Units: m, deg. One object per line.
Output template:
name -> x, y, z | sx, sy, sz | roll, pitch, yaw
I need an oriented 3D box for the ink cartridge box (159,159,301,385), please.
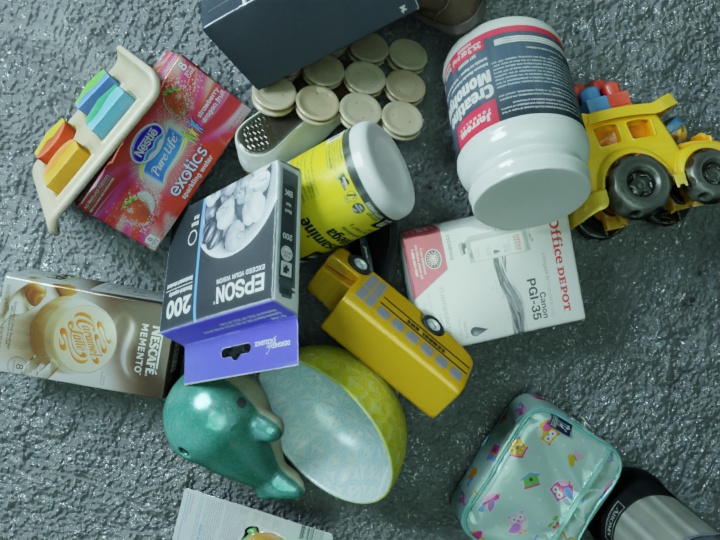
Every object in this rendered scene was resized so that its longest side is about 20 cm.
ink cartridge box -> -0.139, 0.010, 0.665 | 0.043, 0.198, 0.201 | 17, 65, -44

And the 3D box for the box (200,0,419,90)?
box -> -0.061, -0.326, 0.668 | 0.199, 0.104, 0.183 | -22, 61, 18

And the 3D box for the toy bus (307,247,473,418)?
toy bus -> 0.027, 0.067, 0.706 | 0.200, 0.078, 0.065 | 39, 123, 1

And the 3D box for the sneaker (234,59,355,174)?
sneaker -> -0.068, -0.182, 0.771 | 0.200, 0.085, 0.073 | -37, 76, -19

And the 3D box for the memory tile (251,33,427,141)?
memory tile -> -0.020, -0.227, 0.746 | 0.199, 0.017, 0.154 | 10, 62, -9

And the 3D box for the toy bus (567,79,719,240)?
toy bus -> 0.329, -0.147, 0.763 | 0.199, 0.136, 0.193 | -10, 79, -4

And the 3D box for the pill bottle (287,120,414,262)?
pill bottle -> -0.049, -0.077, 0.723 | 0.200, 0.112, 0.113 | -23, 95, 26

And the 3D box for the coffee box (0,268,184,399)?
coffee box -> -0.316, 0.074, 0.762 | 0.199, 0.080, 0.115 | 10, 94, -3

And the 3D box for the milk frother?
milk frother -> 0.400, 0.356, 0.760 | 0.199, 0.188, 0.181 | 0, 95, -3

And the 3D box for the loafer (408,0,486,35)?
loafer -> 0.053, -0.333, 0.718 | 0.200, 0.071, 0.073 | 30, 85, 32

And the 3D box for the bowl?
bowl -> -0.016, 0.162, 0.757 | 0.108, 0.200, 0.200 | -36, 96, -43

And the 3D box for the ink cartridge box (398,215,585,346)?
ink cartridge box -> 0.156, 0.005, 0.776 | 0.199, 0.083, 0.147 | -12, 96, -2

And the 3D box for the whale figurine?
whale figurine -> -0.152, 0.206, 0.748 | 0.159, 0.104, 0.200 | -20, 107, 41

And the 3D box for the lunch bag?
lunch bag -> 0.226, 0.268, 0.801 | 0.160, 0.077, 0.200 | 32, 92, -4

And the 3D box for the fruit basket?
fruit basket -> -0.147, 0.387, 0.801 | 0.199, 0.094, 0.186 | 14, 93, 12

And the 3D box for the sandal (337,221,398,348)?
sandal -> 0.000, 0.001, 0.770 | 0.043, 0.076, 0.201 | 4, 95, -42

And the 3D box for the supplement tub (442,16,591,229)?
supplement tub -> 0.171, -0.162, 0.705 | 0.140, 0.140, 0.201 | -3, 65, -2

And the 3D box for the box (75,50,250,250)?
box -> -0.230, -0.138, 0.729 | 0.100, 0.095, 0.200 | 34, 92, -33

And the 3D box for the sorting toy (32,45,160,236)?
sorting toy -> -0.306, -0.155, 0.705 | 0.036, 0.185, 0.200 | 33, 95, -40
